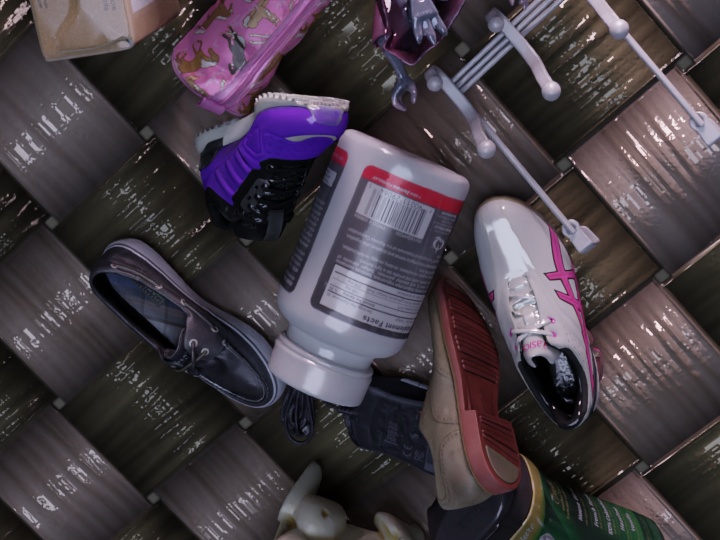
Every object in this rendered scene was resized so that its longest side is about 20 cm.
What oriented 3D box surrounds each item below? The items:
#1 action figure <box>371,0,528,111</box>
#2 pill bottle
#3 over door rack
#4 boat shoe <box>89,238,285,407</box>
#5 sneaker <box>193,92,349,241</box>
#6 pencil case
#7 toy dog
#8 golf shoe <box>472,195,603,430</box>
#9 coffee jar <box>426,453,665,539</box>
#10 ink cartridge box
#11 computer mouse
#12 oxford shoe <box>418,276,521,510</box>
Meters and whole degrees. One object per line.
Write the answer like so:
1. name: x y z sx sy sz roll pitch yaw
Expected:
1. action figure: 0.034 -0.209 0.973 0.134 0.200 0.149 -42 98 5
2. pill bottle: 0.000 0.000 1.068 0.110 0.111 0.201 23 97 0
3. over door rack: 0.167 -0.125 1.043 0.148 0.067 0.200 -41 99 20
4. boat shoe: -0.152 0.054 1.158 0.200 0.066 0.070 45 120 -5
5. sneaker: -0.066 -0.074 1.044 0.069 0.200 0.100 2 81 -29
6. pencil case: -0.063 -0.211 1.045 0.083 0.087 0.200 45 112 2
7. toy dog: 0.008 0.279 1.159 0.199 0.194 0.140 24 99 7
8. golf shoe: 0.148 0.034 1.097 0.072 0.092 0.201 -22 103 17
9. coffee jar: 0.157 0.226 1.135 0.199 0.086 0.104 28 117 -24
10. ink cartridge box: -0.202 -0.272 1.004 0.074 0.165 0.202 -7 109 9
11. computer mouse: 0.028 0.099 1.166 0.198 0.046 0.142 11 115 18
12. oxford shoe: 0.071 0.097 1.092 0.075 0.201 0.070 -32 136 30
